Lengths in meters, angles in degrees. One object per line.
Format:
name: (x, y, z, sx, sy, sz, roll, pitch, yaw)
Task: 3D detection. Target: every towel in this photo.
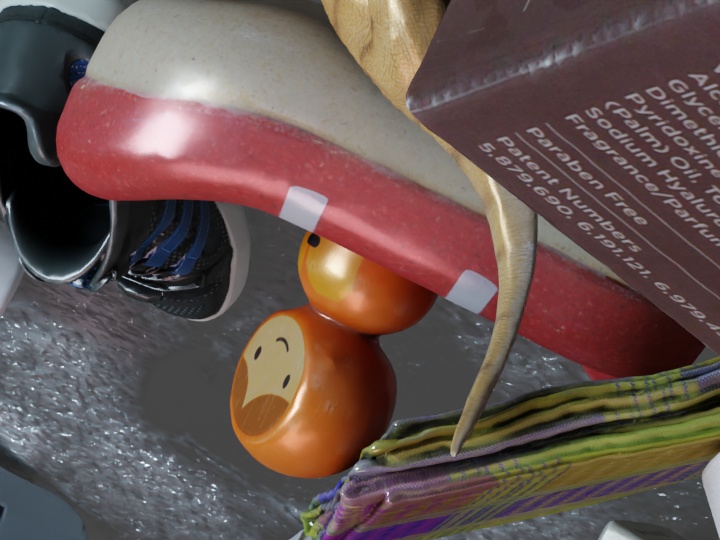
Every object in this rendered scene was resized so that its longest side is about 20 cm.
towel: (0.057, 0.054, 0.819, 0.143, 0.023, 0.200, -12, 171, -7)

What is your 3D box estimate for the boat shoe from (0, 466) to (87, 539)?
boat shoe: (-0.226, 0.103, 1.350, 0.091, 0.071, 0.200, -4, 145, 40)

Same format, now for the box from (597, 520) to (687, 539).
box: (0.170, 0.169, 1.048, 0.200, 0.068, 0.082, 29, -175, 23)

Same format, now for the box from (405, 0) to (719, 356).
box: (0.149, -0.069, 0.560, 0.164, 0.166, 0.200, 37, 153, -23)

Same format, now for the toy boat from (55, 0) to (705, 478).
toy boat: (0.000, 0.000, 0.841, 0.200, 0.131, 0.131, 26, -173, -1)

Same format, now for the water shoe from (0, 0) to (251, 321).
water shoe: (-0.094, -0.024, 0.973, 0.071, 0.079, 0.200, 15, 153, 21)

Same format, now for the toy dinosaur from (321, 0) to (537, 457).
toy dinosaur: (0.024, -0.060, 0.755, 0.200, 0.106, 0.060, 57, -161, 22)

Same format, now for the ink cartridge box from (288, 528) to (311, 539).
ink cartridge box: (0.015, 0.222, 1.350, 0.200, 0.084, 0.176, 30, 154, -9)

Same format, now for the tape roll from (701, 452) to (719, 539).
tape roll: (0.191, 0.044, 0.761, 0.203, 0.037, 0.203, -15, 166, -4)

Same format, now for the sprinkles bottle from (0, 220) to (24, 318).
sprinkles bottle: (-0.227, -0.033, 1.093, 0.200, 0.068, 0.068, 32, 154, -13)
